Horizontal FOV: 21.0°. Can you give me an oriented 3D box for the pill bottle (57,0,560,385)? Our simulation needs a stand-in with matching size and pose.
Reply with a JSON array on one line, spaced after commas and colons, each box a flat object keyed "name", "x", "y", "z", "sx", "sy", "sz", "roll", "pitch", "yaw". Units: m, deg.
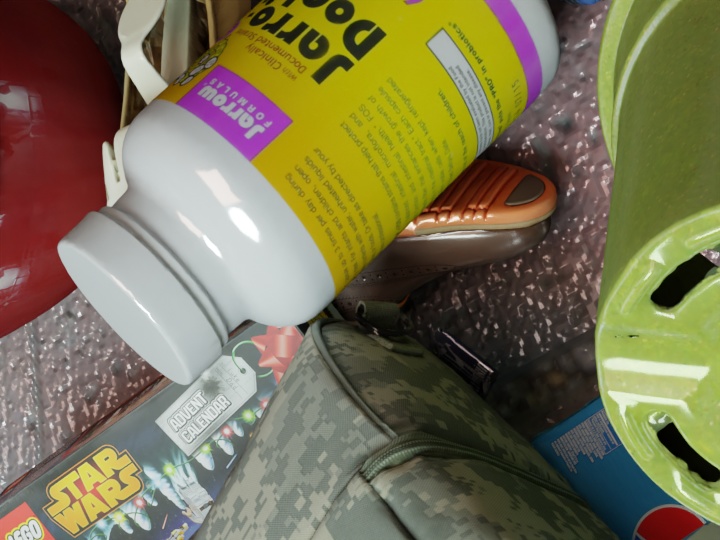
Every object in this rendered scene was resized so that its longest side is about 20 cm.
[{"name": "pill bottle", "x": -0.021, "y": -0.050, "z": 0.755, "sx": 0.104, "sy": 0.104, "sz": 0.200, "roll": 38, "pitch": 73, "yaw": 23}]

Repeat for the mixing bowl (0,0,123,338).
[{"name": "mixing bowl", "x": -0.175, "y": -0.052, "z": 0.894, "sx": 0.199, "sy": 0.108, "sz": 0.202, "roll": 4, "pitch": 95, "yaw": 49}]

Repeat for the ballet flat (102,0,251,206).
[{"name": "ballet flat", "x": -0.086, "y": -0.062, "z": 0.836, "sx": 0.068, "sy": 0.063, "sz": 0.202, "roll": -18, "pitch": 54, "yaw": 24}]

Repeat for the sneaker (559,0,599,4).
[{"name": "sneaker", "x": 0.103, "y": -0.199, "z": 0.774, "sx": 0.085, "sy": 0.077, "sz": 0.202, "roll": 27, "pitch": 114, "yaw": 21}]

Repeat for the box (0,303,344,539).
[{"name": "box", "x": -0.057, "y": 0.109, "z": 0.853, "sx": 0.199, "sy": 0.040, "sz": 0.137, "roll": -36, "pitch": 98, "yaw": 28}]

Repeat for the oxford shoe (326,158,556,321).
[{"name": "oxford shoe", "x": 0.000, "y": 0.000, "z": 0.845, "sx": 0.198, "sy": 0.071, "sz": 0.073, "roll": -9, "pitch": 109, "yaw": 31}]

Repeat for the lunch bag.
[{"name": "lunch bag", "x": -0.004, "y": 0.132, "z": 0.727, "sx": 0.168, "sy": 0.139, "sz": 0.201, "roll": 44, "pitch": 107, "yaw": 42}]

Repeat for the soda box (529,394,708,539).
[{"name": "soda box", "x": 0.150, "y": 0.134, "z": 0.752, "sx": 0.064, "sy": 0.068, "sz": 0.201, "roll": -35, "pitch": 75, "yaw": 23}]

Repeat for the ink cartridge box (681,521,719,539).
[{"name": "ink cartridge box", "x": 0.158, "y": 0.198, "z": 0.671, "sx": 0.115, "sy": 0.068, "sz": 0.202, "roll": 7, "pitch": 97, "yaw": 25}]

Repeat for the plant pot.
[{"name": "plant pot", "x": 0.156, "y": -0.013, "z": 0.635, "sx": 0.198, "sy": 0.190, "sz": 0.202, "roll": 10, "pitch": 124, "yaw": 15}]
